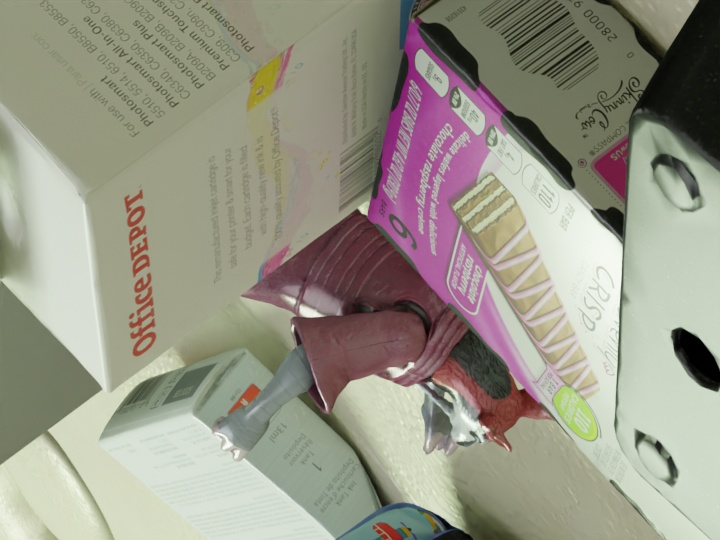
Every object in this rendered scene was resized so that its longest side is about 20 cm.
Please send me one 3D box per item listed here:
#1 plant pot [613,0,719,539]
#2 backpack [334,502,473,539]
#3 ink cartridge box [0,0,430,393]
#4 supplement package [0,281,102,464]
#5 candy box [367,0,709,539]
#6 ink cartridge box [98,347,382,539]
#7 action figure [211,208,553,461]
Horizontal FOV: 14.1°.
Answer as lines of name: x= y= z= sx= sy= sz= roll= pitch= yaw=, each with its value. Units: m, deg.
plant pot: x=0.163 y=-0.004 z=0.636 sx=0.199 sy=0.177 sz=0.201 roll=43 pitch=157 yaw=28
backpack: x=0.010 y=0.230 z=1.289 sx=0.134 sy=0.182 sz=0.201 roll=41 pitch=153 yaw=34
ink cartridge box: x=-0.072 y=-0.070 z=0.990 sx=0.125 sy=0.200 sz=0.129 roll=44 pitch=156 yaw=23
supplement package: x=-0.174 y=-0.027 z=1.280 sx=0.200 sy=0.191 sz=0.148 roll=11 pitch=132 yaw=59
candy box: x=0.092 y=0.005 z=0.955 sx=0.200 sy=0.061 sz=0.137 roll=47 pitch=157 yaw=17
ink cartridge box: x=-0.023 y=0.123 z=1.425 sx=0.200 sy=0.050 sz=0.162 roll=39 pitch=161 yaw=-12
action figure: x=0.000 y=0.000 z=1.138 sx=0.199 sy=0.134 sz=0.150 roll=31 pitch=109 yaw=21
